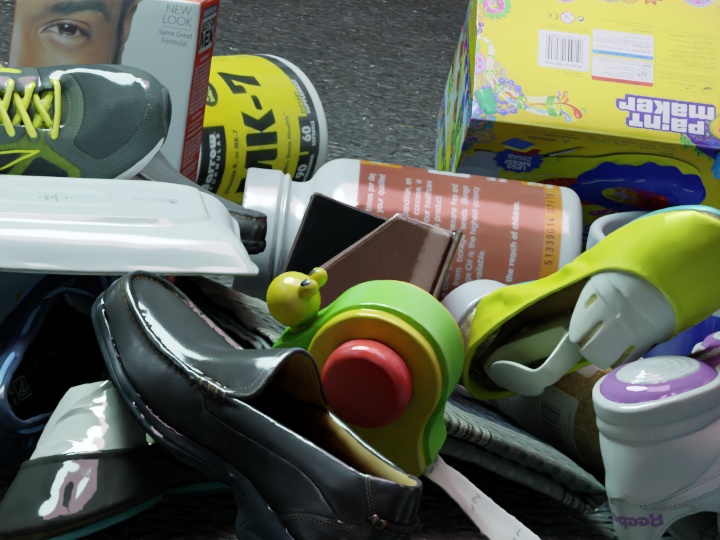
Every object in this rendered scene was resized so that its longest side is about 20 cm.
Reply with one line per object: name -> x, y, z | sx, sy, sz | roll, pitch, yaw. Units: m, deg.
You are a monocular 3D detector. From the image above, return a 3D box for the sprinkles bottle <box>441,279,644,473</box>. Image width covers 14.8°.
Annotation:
sprinkles bottle -> 0.114, 0.064, 1.511 | 0.068, 0.068, 0.200 | -1, 16, -32

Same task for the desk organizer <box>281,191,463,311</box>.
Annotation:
desk organizer -> 0.000, 0.000, 1.497 | 0.077, 0.072, 0.200 | 21, -1, -2

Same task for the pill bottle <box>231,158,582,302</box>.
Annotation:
pill bottle -> 0.026, -0.007, 1.655 | 0.200, 0.112, 0.112 | 8, 13, -3

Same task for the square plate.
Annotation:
square plate -> -0.156, -0.025, 1.411 | 0.198, 0.028, 0.200 | 2, 9, -6

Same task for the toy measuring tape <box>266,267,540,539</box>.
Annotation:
toy measuring tape -> 0.041, 0.064, 1.271 | 0.200, 0.074, 0.074 | 41, 14, -2

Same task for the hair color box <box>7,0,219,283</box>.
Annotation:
hair color box -> -0.152, -0.070, 1.622 | 0.111, 0.200, 0.064 | 9, 12, 6

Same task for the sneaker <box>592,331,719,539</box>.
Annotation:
sneaker -> 0.184, 0.084, 1.394 | 0.075, 0.100, 0.200 | 7, 13, 44

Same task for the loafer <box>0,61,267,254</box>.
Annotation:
loafer -> -0.142, -0.061, 1.555 | 0.200, 0.072, 0.073 | 19, 2, 4

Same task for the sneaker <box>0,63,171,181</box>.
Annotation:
sneaker -> -0.202, -0.075, 1.493 | 0.200, 0.075, 0.085 | -8, -13, 9

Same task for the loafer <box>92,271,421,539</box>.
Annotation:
loafer -> -0.042, 0.062, 1.229 | 0.200, 0.072, 0.073 | 46, 27, 26

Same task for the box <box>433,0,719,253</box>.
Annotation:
box -> 0.159, -0.088, 1.848 | 0.200, 0.122, 0.193 | 7, -29, -4

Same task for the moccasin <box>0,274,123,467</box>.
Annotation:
moccasin -> -0.141, 0.047, 1.375 | 0.068, 0.080, 0.200 | -21, 18, 33

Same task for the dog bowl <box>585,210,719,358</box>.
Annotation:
dog bowl -> 0.234, 0.025, 1.718 | 0.200, 0.079, 0.200 | 8, 13, -2

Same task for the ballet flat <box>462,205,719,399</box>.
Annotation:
ballet flat -> 0.117, 0.026, 1.402 | 0.200, 0.067, 0.067 | -24, 25, 53

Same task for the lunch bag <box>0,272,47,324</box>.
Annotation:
lunch bag -> -0.235, 0.011, 1.497 | 0.200, 0.082, 0.161 | 0, 16, -29

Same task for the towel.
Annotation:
towel -> 0.007, 0.064, 1.413 | 0.200, 0.035, 0.193 | 24, 4, -24

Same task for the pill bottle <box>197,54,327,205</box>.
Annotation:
pill bottle -> -0.125, -0.088, 1.900 | 0.114, 0.114, 0.200 | 18, 17, 35

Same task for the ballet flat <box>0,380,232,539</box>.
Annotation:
ballet flat -> -0.107, 0.083, 1.294 | 0.068, 0.068, 0.200 | -14, -2, 33
